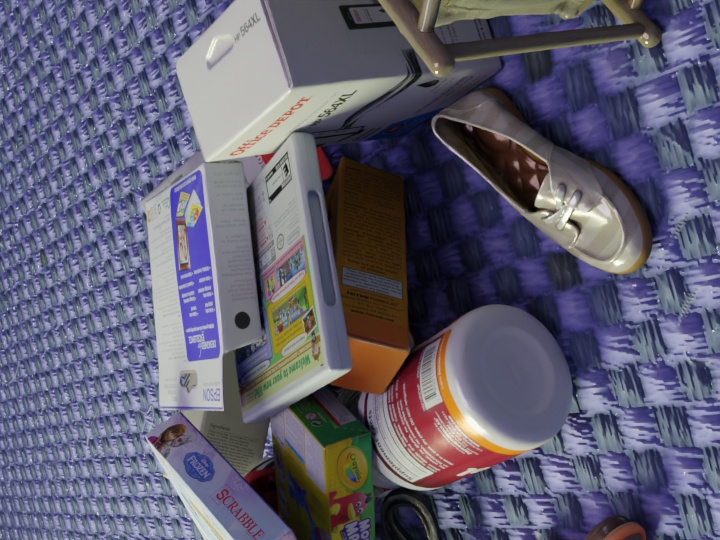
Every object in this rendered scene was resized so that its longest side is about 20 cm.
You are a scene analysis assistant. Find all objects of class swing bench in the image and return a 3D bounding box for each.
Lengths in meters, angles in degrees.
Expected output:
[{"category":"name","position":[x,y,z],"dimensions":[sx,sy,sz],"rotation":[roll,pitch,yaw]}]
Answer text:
[{"category":"swing bench","position":[0.073,-0.229,0.655],"dimensions":[0.200,0.198,0.130],"rotation":[43,133,38]}]

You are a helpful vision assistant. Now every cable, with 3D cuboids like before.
[{"category":"cable","position":[0.070,0.288,0.917],"dimensions":[0.097,0.050,0.201],"rotation":[-5,109,17]}]

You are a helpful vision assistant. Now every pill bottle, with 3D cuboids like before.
[{"category":"pill bottle","position":[0.068,0.112,0.850],"dimensions":[0.200,0.113,0.113],"rotation":[-38,70,52]}]

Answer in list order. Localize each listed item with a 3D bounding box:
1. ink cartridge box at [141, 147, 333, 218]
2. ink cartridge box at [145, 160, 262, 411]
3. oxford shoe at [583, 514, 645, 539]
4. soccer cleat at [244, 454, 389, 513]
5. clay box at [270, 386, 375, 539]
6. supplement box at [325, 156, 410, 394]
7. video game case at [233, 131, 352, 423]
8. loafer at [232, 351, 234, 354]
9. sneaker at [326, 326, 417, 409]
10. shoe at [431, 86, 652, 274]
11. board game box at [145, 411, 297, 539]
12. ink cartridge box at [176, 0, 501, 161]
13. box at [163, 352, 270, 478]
[{"category":"ink cartridge box","position":[-0.107,-0.075,1.025],"dimensions":[0.200,0.067,0.117],"rotation":[-36,70,21]},{"category":"ink cartridge box","position":[-0.141,0.021,0.917],"dimensions":[0.198,0.043,0.201],"rotation":[167,100,-64]},{"category":"oxford shoe","position":[0.152,0.239,0.817],"dimensions":[0.073,0.071,0.200],"rotation":[57,141,32]},{"category":"soccer cleat","position":[-0.025,0.183,1.011],"dimensions":[0.199,0.085,0.069],"rotation":[-22,107,21]},{"category":"clay box","position":[-0.032,0.201,0.908],"dimensions":[0.115,0.047,0.201],"rotation":[39,138,53]},{"category":"supplement box","position":[0.000,0.000,0.866],"dimensions":[0.067,0.068,0.201],"rotation":[118,159,-44]},{"category":"video game case","position":[-0.067,0.014,0.839],"dimensions":[0.200,0.022,0.183],"rotation":[-37,58,59]},{"category":"loafer","position":[-0.069,0.021,0.981],"dimensions":[0.075,0.070,0.201],"rotation":[25,130,6]},{"category":"sneaker","position":[-0.011,0.098,0.978],"dimensions":[0.078,0.082,0.200],"rotation":[57,140,24]},{"category":"shoe","position":[0.126,-0.063,0.762],"dimensions":[0.200,0.053,0.070],"rotation":[47,136,34]},{"category":"board game box","position":[-0.092,0.244,0.903],"dimensions":[0.200,0.041,0.200],"rotation":[33,150,49]},{"category":"ink cartridge box","position":[-0.018,-0.154,0.802],"dimensions":[0.146,0.199,0.085],"rotation":[-27,79,54]},{"category":"box","position":[-0.137,0.125,1.092],"dimensions":[0.068,0.082,0.201],"rotation":[-11,64,56]}]
